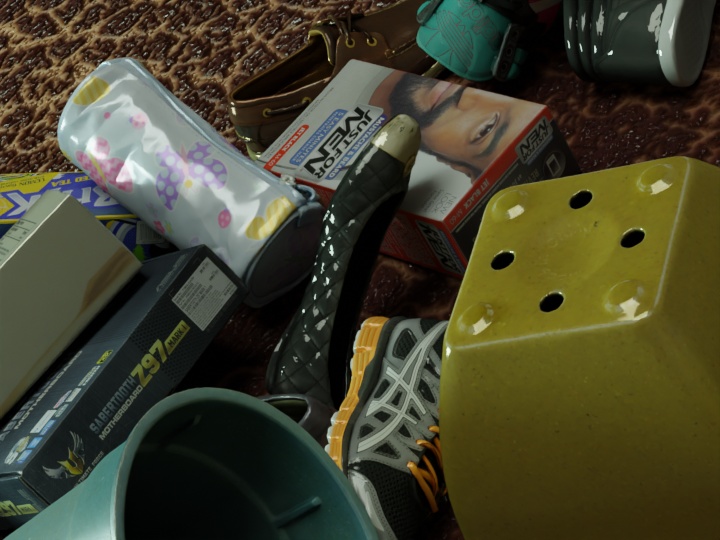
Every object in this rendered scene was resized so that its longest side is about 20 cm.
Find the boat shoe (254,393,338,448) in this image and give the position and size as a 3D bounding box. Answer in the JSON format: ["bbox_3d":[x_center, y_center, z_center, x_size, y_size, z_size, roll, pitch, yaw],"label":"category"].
[{"bbox_3d":[-0.092,0.110,1.451,0.200,0.065,0.072,-11,43,30],"label":"boat shoe"}]

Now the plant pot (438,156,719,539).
[{"bbox_3d":[0.145,0.056,1.214,0.195,0.200,0.194,-9,42,29],"label":"plant pot"}]

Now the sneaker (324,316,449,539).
[{"bbox_3d":[0.030,0.096,1.367,0.077,0.078,0.200,-8,43,17],"label":"sneaker"}]

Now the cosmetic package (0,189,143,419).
[{"bbox_3d":[-0.240,0.043,1.547,0.200,0.071,0.105,-47,13,-7],"label":"cosmetic package"}]

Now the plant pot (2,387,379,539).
[{"bbox_3d":[-0.119,0.191,1.263,0.196,0.200,0.200,-29,32,34],"label":"plant pot"}]

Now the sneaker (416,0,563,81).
[{"bbox_3d":[0.087,-0.191,1.588,0.084,0.200,0.121,38,86,20],"label":"sneaker"}]

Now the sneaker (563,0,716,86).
[{"bbox_3d":[0.192,-0.202,1.593,0.099,0.071,0.200,-2,50,30],"label":"sneaker"}]

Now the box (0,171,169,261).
[{"bbox_3d":[-0.235,-0.025,1.642,0.200,0.064,0.070,-2,32,-16],"label":"box"}]

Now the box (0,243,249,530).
[{"bbox_3d":[-0.176,0.077,1.531,0.200,0.051,0.158,-52,18,-25],"label":"box"}]

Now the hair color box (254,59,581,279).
[{"bbox_3d":[0.034,-0.069,1.568,0.200,0.064,0.111,19,60,47],"label":"hair color box"}]

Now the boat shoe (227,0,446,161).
[{"bbox_3d":[-0.005,-0.149,1.689,0.200,0.068,0.072,-34,35,-1],"label":"boat shoe"}]

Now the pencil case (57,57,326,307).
[{"bbox_3d":[-0.112,-0.061,1.588,0.200,0.091,0.083,37,46,26],"label":"pencil case"}]

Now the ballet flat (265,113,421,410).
[{"bbox_3d":[0.000,0.000,1.469,0.057,0.066,0.200,23,96,23],"label":"ballet flat"}]
